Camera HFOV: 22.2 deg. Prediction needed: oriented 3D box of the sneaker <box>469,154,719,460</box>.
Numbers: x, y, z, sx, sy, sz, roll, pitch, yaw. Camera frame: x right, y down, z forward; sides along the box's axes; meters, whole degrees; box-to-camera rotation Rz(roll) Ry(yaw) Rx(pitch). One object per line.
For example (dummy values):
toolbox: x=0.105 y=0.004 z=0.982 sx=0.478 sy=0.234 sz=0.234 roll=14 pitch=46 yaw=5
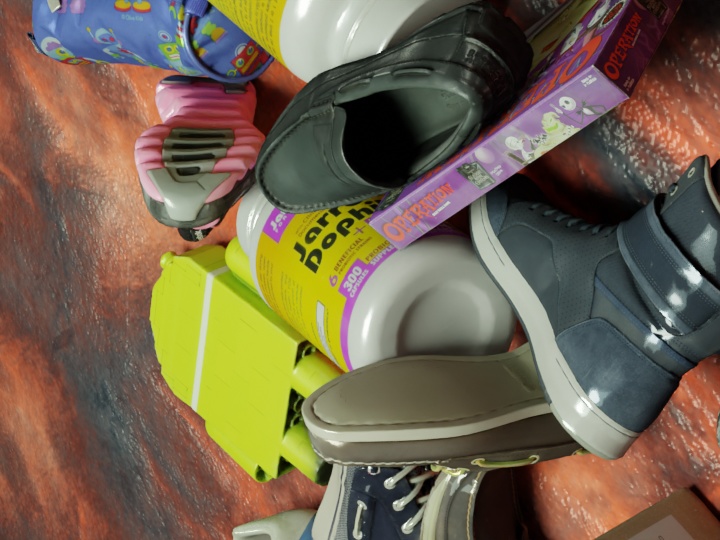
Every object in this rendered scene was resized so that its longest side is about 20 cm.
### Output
sneaker: x=0.139 y=-0.019 z=0.950 sx=0.146 sy=0.077 sz=0.202 roll=-50 pitch=37 yaw=22

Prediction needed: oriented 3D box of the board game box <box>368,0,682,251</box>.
board game box: x=0.088 y=-0.092 z=0.939 sx=0.032 sy=0.120 sz=0.200 roll=37 pitch=144 yaw=-15

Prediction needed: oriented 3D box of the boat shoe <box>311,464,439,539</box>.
boat shoe: x=0.031 y=0.134 z=1.164 sx=0.093 sy=0.075 sz=0.200 roll=39 pitch=143 yaw=25

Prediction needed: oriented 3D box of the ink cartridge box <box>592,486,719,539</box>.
ink cartridge box: x=0.146 y=0.226 z=0.952 sx=0.165 sy=0.200 sz=0.075 roll=49 pitch=139 yaw=23

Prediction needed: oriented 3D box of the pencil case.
pencil case: x=-0.140 y=-0.169 z=1.206 sx=0.200 sy=0.087 sz=0.078 roll=12 pitch=82 yaw=47

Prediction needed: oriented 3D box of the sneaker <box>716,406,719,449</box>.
sneaker: x=0.230 y=0.056 z=0.861 sx=0.200 sy=0.086 sz=0.080 roll=-37 pitch=76 yaw=52

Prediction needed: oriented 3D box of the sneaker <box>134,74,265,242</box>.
sneaker: x=-0.099 y=-0.055 z=1.150 sx=0.200 sy=0.079 sz=0.095 roll=-86 pitch=2 yaw=-68

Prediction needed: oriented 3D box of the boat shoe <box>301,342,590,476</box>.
boat shoe: x=0.064 y=0.080 z=0.988 sx=0.072 sy=0.200 sz=0.060 roll=-129 pitch=35 yaw=-50

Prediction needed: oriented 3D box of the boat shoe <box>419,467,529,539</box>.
boat shoe: x=0.087 y=0.188 z=1.124 sx=0.073 sy=0.074 sz=0.200 roll=21 pitch=132 yaw=32

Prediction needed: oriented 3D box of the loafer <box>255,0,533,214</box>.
loafer: x=0.005 y=-0.072 z=0.942 sx=0.068 sy=0.070 sz=0.200 roll=46 pitch=140 yaw=-15

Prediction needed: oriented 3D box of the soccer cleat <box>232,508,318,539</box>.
soccer cleat: x=-0.038 y=0.243 z=1.223 sx=0.200 sy=0.086 sz=0.070 roll=-111 pitch=21 yaw=-49

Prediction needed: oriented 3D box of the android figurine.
android figurine: x=-0.080 y=0.060 z=1.278 sx=0.200 sy=0.041 sz=0.182 roll=36 pitch=133 yaw=34

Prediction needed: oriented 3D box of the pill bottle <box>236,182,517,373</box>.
pill bottle: x=0.000 y=0.000 z=1.084 sx=0.200 sy=0.104 sz=0.104 roll=36 pitch=134 yaw=54

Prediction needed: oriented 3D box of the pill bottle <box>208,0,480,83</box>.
pill bottle: x=-0.027 y=-0.175 z=1.040 sx=0.200 sy=0.112 sz=0.113 roll=43 pitch=136 yaw=29
